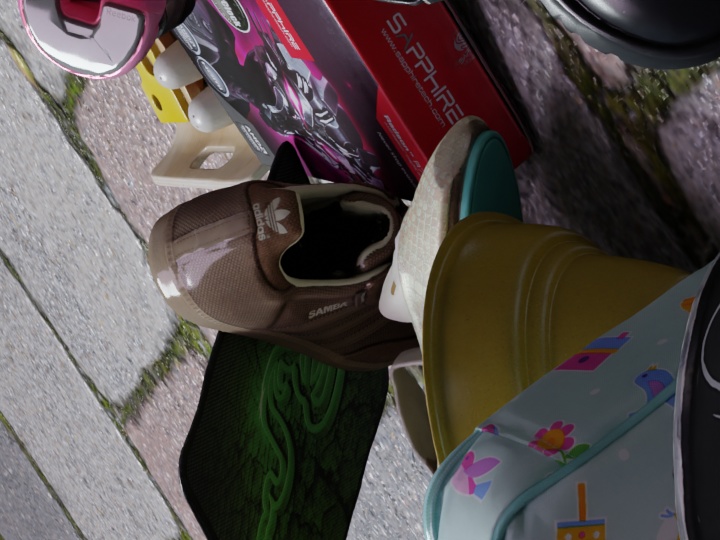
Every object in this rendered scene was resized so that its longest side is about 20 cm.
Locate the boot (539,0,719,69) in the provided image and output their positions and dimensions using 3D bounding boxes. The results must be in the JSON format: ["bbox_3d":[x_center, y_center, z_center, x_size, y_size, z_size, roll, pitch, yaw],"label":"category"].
[{"bbox_3d":[0.072,-0.172,0.810,0.201,0.076,0.168,60,165,10],"label":"boot"}]

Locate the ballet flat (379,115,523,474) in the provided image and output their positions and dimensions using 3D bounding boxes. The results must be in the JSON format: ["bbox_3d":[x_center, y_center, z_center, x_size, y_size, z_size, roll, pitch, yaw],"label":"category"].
[{"bbox_3d":[0.036,0.029,1.095,0.062,0.067,0.201,6,123,27],"label":"ballet flat"}]

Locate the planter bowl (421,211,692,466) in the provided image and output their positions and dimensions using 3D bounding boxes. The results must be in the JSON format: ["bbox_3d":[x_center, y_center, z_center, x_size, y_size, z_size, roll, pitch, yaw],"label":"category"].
[{"bbox_3d":[0.109,0.061,1.009,0.083,0.200,0.201,-20,106,27],"label":"planter bowl"}]

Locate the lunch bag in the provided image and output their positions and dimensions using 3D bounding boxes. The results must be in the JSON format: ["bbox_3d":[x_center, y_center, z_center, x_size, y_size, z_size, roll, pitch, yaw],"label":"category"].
[{"bbox_3d":[0.124,0.095,0.910,0.161,0.200,0.077,62,161,-19],"label":"lunch bag"}]

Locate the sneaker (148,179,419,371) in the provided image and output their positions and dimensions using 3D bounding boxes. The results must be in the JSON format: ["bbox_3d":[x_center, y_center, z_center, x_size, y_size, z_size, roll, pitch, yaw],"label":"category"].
[{"bbox_3d":[0.000,0.000,1.136,0.075,0.200,0.071,-19,77,35],"label":"sneaker"}]

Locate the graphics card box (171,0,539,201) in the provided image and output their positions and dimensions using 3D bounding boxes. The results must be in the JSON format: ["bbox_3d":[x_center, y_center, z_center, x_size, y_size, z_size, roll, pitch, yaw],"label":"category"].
[{"bbox_3d":[-0.017,-0.097,1.164,0.126,0.051,0.200,56,164,-24],"label":"graphics card box"}]

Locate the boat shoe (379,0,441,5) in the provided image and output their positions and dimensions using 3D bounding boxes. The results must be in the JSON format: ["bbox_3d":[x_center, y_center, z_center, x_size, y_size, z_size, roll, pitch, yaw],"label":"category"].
[{"bbox_3d":[0.021,-0.134,1.004,0.199,0.075,0.066,8,171,36],"label":"boat shoe"}]

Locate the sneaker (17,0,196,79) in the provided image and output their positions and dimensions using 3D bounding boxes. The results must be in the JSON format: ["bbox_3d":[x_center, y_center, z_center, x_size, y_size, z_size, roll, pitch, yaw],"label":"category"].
[{"bbox_3d":[-0.085,-0.181,1.094,0.079,0.095,0.201,20,111,22],"label":"sneaker"}]

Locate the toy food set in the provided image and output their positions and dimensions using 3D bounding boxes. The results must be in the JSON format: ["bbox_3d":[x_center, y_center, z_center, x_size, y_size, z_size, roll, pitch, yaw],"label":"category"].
[{"bbox_3d":[-0.123,-0.132,1.368,0.201,0.060,0.143,63,160,-14],"label":"toy food set"}]

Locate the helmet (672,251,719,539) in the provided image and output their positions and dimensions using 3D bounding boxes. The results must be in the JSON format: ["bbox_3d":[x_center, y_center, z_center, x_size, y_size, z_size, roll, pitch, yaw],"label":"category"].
[{"bbox_3d":[0.195,0.041,0.672,0.190,0.200,0.201,-16,109,35],"label":"helmet"}]

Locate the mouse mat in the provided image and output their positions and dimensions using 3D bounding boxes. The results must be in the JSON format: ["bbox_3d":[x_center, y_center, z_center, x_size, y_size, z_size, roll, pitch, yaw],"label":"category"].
[{"bbox_3d":[-0.030,0.064,1.182,0.007,0.201,0.161,-5,135,21],"label":"mouse mat"}]
